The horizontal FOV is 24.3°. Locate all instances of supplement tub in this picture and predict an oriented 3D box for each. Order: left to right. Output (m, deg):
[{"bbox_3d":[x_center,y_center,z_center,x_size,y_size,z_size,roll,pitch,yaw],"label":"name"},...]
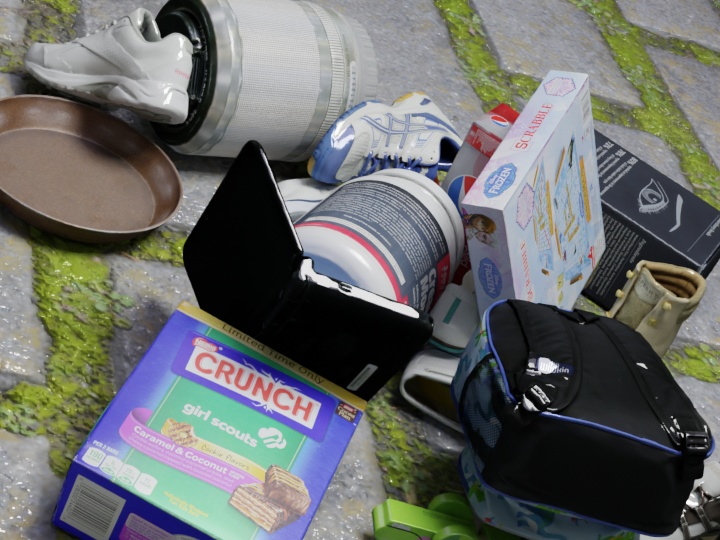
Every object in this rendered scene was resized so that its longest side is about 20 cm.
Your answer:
[{"bbox_3d":[0.000,0.000,1.466,0.140,0.141,0.200,33,32,10],"label":"supplement tub"}]

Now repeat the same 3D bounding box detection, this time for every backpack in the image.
[{"bbox_3d":[0.158,0.120,1.315,0.182,0.148,0.200,15,26,-16],"label":"backpack"}]

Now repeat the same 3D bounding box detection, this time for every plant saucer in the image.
[{"bbox_3d":[-0.258,-0.086,1.498,0.199,0.035,0.201,19,31,-12],"label":"plant saucer"}]

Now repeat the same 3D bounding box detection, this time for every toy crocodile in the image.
[{"bbox_3d":[0.101,0.223,1.305,0.199,0.062,0.068,15,19,-14],"label":"toy crocodile"}]

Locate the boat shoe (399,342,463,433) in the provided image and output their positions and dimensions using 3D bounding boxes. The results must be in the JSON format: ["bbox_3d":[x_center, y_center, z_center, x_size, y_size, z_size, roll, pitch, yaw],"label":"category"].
[{"bbox_3d":[0.122,0.133,1.430,0.201,0.075,0.086,30,31,10],"label":"boat shoe"}]

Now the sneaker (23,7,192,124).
[{"bbox_3d":[-0.231,-0.201,1.577,0.199,0.100,0.078,15,-6,30],"label":"sneaker"}]

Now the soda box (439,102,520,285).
[{"bbox_3d":[0.104,-0.053,1.563,0.063,0.201,0.070,35,33,13],"label":"soda box"}]

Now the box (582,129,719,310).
[{"bbox_3d":[0.278,-0.042,1.771,0.200,0.105,0.148,36,32,13],"label":"box"}]

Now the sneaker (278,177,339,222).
[{"bbox_3d":[-0.071,-0.045,1.559,0.071,0.073,0.200,31,21,24],"label":"sneaker"}]

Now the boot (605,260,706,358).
[{"bbox_3d":[0.224,0.069,1.520,0.199,0.156,0.073,-8,45,-43],"label":"boot"}]

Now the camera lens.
[{"bbox_3d":[-0.103,-0.190,1.643,0.199,0.161,0.160,2,40,-35],"label":"camera lens"}]

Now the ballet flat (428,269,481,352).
[{"bbox_3d":[0.116,0.025,1.519,0.069,0.070,0.200,36,20,14],"label":"ballet flat"}]

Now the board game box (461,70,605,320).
[{"bbox_3d":[0.157,-0.038,1.472,0.041,0.201,0.200,10,43,26],"label":"board game box"}]

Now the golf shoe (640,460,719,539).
[{"bbox_3d":[0.268,0.199,1.427,0.199,0.095,0.078,-12,50,-44],"label":"golf shoe"}]

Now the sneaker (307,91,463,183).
[{"bbox_3d":[0.034,-0.116,1.618,0.088,0.075,0.200,45,41,17],"label":"sneaker"}]

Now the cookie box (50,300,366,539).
[{"bbox_3d":[-0.106,0.139,1.232,0.170,0.075,0.200,28,37,0],"label":"cookie box"}]

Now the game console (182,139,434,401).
[{"bbox_3d":[-0.047,0.015,1.327,0.175,0.200,0.117,19,58,-13],"label":"game console"}]

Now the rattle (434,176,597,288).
[{"bbox_3d":[0.129,-0.008,1.667,0.199,0.144,0.130,23,-6,7],"label":"rattle"}]
